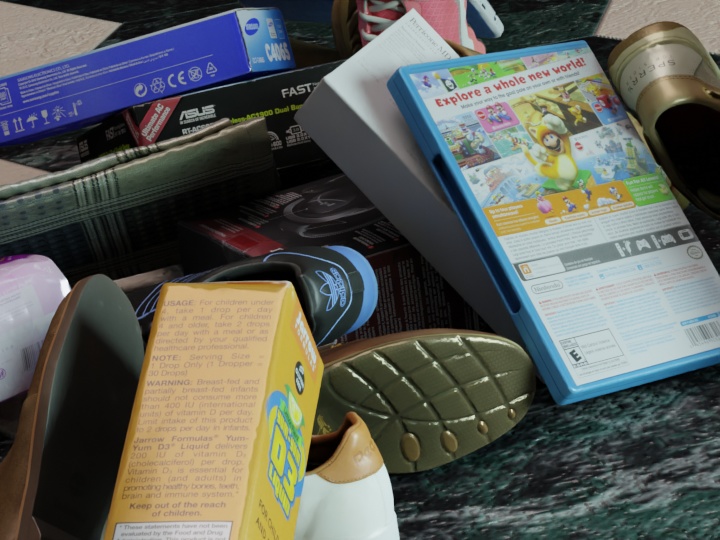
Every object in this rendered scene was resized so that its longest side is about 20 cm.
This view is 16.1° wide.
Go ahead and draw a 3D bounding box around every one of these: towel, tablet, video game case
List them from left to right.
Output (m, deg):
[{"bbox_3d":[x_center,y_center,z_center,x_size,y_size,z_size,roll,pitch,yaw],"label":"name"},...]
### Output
[{"bbox_3d":[-0.143,-0.036,1.511,0.199,0.035,0.193,-15,-17,-5],"label":"towel"},{"bbox_3d":[-0.012,-0.196,1.727,0.199,0.014,0.130,8,-18,27],"label":"tablet"},{"bbox_3d":[0.113,-0.030,1.355,0.143,0.201,0.018,-12,-24,-39],"label":"video game case"}]

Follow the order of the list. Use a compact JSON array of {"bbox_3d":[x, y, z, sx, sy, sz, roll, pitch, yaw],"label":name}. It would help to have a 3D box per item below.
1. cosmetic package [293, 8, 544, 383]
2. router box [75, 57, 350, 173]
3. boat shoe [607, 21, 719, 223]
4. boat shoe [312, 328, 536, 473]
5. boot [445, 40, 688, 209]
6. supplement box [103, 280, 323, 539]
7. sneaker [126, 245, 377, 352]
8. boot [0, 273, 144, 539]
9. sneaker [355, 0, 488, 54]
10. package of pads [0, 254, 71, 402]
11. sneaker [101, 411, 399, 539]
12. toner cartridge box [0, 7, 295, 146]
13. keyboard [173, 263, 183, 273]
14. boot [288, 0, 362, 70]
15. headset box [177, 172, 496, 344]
[{"bbox_3d":[0.063,-0.041,1.384,0.083,0.200,0.051,-40,-5,-34],"label":"cosmetic package"},{"bbox_3d":[-0.093,-0.085,1.673,0.149,0.062,0.200,-13,1,-18],"label":"router box"},{"bbox_3d":[0.209,-0.058,1.449,0.074,0.200,0.067,-35,41,22],"label":"boat shoe"},{"bbox_3d":[-0.012,0.066,1.292,0.199,0.072,0.068,-14,22,-10],"label":"boat shoe"},{"bbox_3d":[0.090,-0.099,1.567,0.200,0.066,0.175,18,0,-38],"label":"boot"},{"bbox_3d":[-0.065,0.099,1.099,0.068,0.067,0.201,-4,50,14],"label":"supplement box"},{"bbox_3d":[-0.091,0.033,1.341,0.199,0.070,0.078,-22,-5,21],"label":"sneaker"},{"bbox_3d":[-0.150,0.092,1.163,0.075,0.074,0.201,-10,54,32],"label":"boot"},{"bbox_3d":[0.032,-0.144,1.604,0.073,0.200,0.087,8,55,30],"label":"sneaker"},{"bbox_3d":[-0.260,0.054,1.393,0.120,0.076,0.200,-3,17,46],"label":"package of pads"},{"bbox_3d":[-0.085,0.101,1.206,0.199,0.085,0.073,-7,21,6],"label":"sneaker"},{"bbox_3d":[-0.151,-0.124,1.652,0.199,0.043,0.095,-14,3,16],"label":"toner cartridge box"},{"bbox_3d":[-0.023,-0.024,1.639,0.199,0.011,0.056,-16,21,-23],"label":"keyboard"},{"bbox_3d":[-0.029,-0.144,1.767,0.200,0.176,0.066,18,54,46],"label":"boot"},{"bbox_3d":[0.000,0.000,1.466,0.199,0.078,0.149,-19,22,-26],"label":"headset box"}]
